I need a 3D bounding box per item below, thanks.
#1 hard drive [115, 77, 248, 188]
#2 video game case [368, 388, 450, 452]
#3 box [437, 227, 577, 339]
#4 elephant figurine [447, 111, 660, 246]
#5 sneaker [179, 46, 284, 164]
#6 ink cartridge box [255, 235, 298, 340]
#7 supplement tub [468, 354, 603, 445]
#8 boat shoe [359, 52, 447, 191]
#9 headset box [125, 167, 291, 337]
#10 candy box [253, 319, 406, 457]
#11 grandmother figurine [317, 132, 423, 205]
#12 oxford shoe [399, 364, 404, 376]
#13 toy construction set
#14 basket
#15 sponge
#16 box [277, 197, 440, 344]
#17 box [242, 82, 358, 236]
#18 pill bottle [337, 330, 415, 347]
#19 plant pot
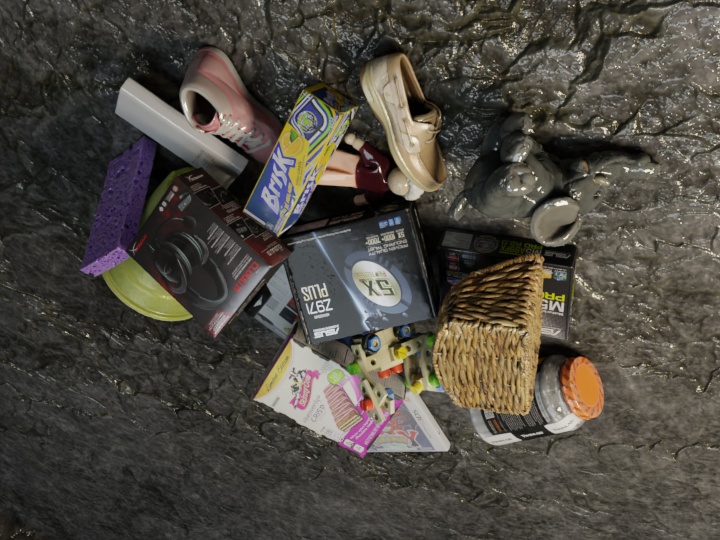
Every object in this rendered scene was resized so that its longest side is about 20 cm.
[{"bbox_3d":[-0.263,-0.196,1.301,0.199,0.027,0.132,34,165,-13],"label":"hard drive"},{"bbox_3d":[0.050,0.291,1.724,0.198,0.023,0.183,-7,131,32],"label":"video game case"},{"bbox_3d":[0.218,0.021,1.328,0.198,0.044,0.161,10,138,16],"label":"box"},{"bbox_3d":[0.244,-0.103,1.126,0.199,0.143,0.155,21,172,-21],"label":"elephant figurine"},{"bbox_3d":[-0.177,-0.200,1.231,0.075,0.105,0.201,-17,126,31],"label":"sneaker"},{"bbox_3d":[-0.117,0.021,1.443,0.199,0.084,0.176,37,142,-4],"label":"ink cartridge box"},{"bbox_3d":[0.283,0.208,1.441,0.199,0.123,0.123,-22,122,42],"label":"supplement tub"},{"bbox_3d":[0.070,-0.187,1.151,0.064,0.072,0.201,-9,129,34],"label":"boat shoe"},{"bbox_3d":[-0.206,-0.019,1.249,0.200,0.077,0.149,44,116,4],"label":"headset box"},{"bbox_3d":[-0.046,0.183,1.374,0.199,0.061,0.137,29,118,-7],"label":"candy box"},{"bbox_3d":[0.000,-0.136,1.254,0.198,0.061,0.122,12,148,19],"label":"grandmother figurine"},{"bbox_3d":[0.029,0.155,1.536,0.072,0.085,0.201,5,131,27],"label":"oxford shoe"},{"bbox_3d":[0.052,0.145,1.301,0.092,0.199,0.132,-12,96,40],"label":"toy construction set"},{"bbox_3d":[0.181,0.085,1.262,0.141,0.150,0.201,5,139,16],"label":"basket"},{"bbox_3d":[-0.369,-0.098,1.366,0.030,0.202,0.111,28,145,-35],"label":"sponge"},{"bbox_3d":[0.000,0.000,1.290,0.198,0.086,0.165,-12,105,11],"label":"box"},{"bbox_3d":[-0.083,-0.149,1.208,0.064,0.070,0.201,33,117,6],"label":"box"},{"bbox_3d":[-0.010,0.138,1.443,0.112,0.113,0.200,34,117,-12],"label":"pill bottle"},{"bbox_3d":[-0.283,-0.055,1.397,0.200,0.201,0.184,34,128,-12],"label":"plant pot"}]
